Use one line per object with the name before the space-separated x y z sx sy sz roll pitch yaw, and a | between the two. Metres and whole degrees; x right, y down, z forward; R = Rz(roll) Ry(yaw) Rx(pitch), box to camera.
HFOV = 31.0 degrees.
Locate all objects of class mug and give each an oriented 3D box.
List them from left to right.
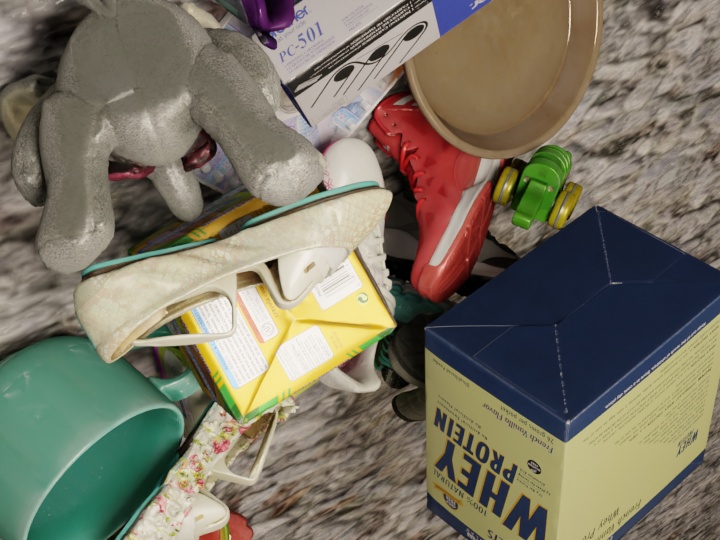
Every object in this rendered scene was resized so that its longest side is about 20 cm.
mug | -0.214 0.119 0.969 0.185 0.114 0.152 -28 148 -48

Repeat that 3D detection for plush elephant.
plush elephant | -0.131 -0.093 0.784 0.164 0.201 0.155 -25 170 -5

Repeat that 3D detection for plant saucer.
plant saucer | 0.105 -0.185 0.982 0.200 0.029 0.201 -10 108 -34

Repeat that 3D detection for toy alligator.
toy alligator | 0.151 -0.077 1.040 0.054 0.059 0.200 -69 170 19

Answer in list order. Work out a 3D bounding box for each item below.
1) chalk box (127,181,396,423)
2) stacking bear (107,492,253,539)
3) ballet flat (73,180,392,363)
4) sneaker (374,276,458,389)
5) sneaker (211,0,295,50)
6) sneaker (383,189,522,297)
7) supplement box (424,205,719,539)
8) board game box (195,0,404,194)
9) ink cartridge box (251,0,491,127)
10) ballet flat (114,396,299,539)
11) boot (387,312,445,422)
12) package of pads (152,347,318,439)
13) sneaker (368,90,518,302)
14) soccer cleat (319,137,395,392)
chalk box | -0.079 0.011 0.909 0.124 0.125 0.200 -31 -171 -13
stacking bear | -0.159 0.225 1.093 0.114 0.122 0.200 -38 179 -9
ballet flat | -0.069 0.005 0.771 0.199 0.063 0.067 -18 167 -8
sneaker | 0.046 0.062 1.145 0.200 0.077 0.092 36 75 -77
sneaker | -0.029 -0.234 0.776 0.074 0.088 0.200 -7 134 -47
sneaker | 0.087 -0.021 1.095 0.074 0.200 0.080 42 73 -50
supplement box | 0.162 0.099 0.987 0.200 0.134 0.200 -33 139 -30
board game box | -0.045 -0.132 0.952 0.200 0.026 0.200 -49 151 9
ink cartridge box | 0.029 -0.181 0.862 0.200 0.044 0.094 -35 166 0
ballet flat | -0.114 0.154 0.983 0.200 0.064 0.076 -56 173 -24
boot | 0.070 0.095 1.098 0.200 0.068 0.131 0 149 -46
package of pads | -0.077 0.050 1.102 0.200 0.068 0.155 -35 149 -21
sneaker | 0.049 -0.067 1.035 0.078 0.115 0.200 91 21 -50
soccer cleat | 0.000 0.000 1.008 0.070 0.086 0.201 -8 112 -35
